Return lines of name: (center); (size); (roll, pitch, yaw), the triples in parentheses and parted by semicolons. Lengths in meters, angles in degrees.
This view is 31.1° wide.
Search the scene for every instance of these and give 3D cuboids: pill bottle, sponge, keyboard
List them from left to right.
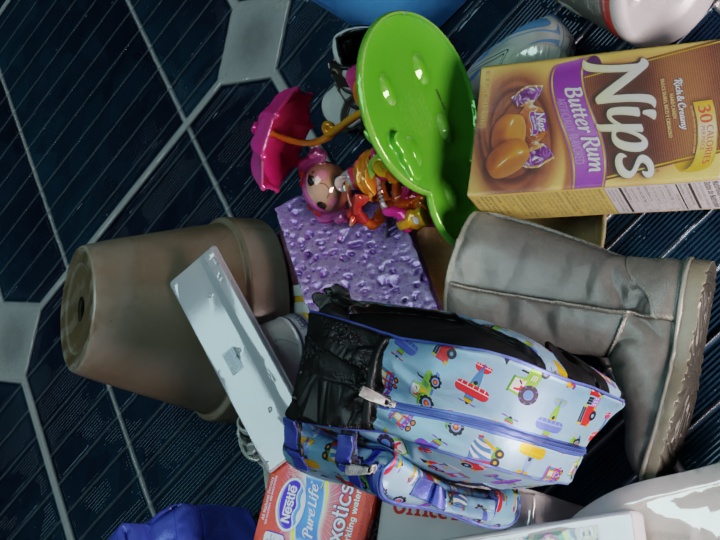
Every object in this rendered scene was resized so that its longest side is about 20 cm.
keyboard: (-0.101, 0.072, 1.093); (0.056, 0.011, 0.201); (-41, 63, 21)
sponge: (0.000, 0.000, 1.123); (0.111, 0.030, 0.201); (-27, 56, 11)
pill bottle: (0.188, -0.269, 1.053); (0.114, 0.114, 0.200); (-58, 45, 12)

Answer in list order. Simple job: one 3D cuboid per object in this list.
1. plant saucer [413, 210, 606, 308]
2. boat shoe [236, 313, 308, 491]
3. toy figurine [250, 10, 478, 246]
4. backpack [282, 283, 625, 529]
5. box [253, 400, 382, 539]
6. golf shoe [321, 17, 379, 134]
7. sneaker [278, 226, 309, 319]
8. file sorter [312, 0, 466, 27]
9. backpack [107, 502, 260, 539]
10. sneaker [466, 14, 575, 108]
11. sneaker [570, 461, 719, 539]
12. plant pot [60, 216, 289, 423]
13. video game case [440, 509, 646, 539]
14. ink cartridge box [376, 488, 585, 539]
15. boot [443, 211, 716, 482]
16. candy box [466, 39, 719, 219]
plant saucer: (0.128, -0.020, 1.077); (0.199, 0.035, 0.202); (-18, 64, 40)
boat shoe: (-0.079, 0.138, 1.144); (0.071, 0.069, 0.201); (32, 126, 47)
toy figurine: (-0.007, -0.096, 1.093); (0.183, 0.150, 0.201); (-13, 108, 40)
backpack: (0.069, 0.101, 0.882); (0.199, 0.182, 0.135); (8, 80, 44)
box: (-0.023, 0.217, 1.077); (0.099, 0.095, 0.201); (10, 82, 25)
golf shoe: (0.005, -0.187, 1.189); (0.200, 0.094, 0.078); (-14, 44, 59)
sneaker: (-0.046, 0.041, 1.196); (0.090, 0.075, 0.201); (-44, 48, 19)
file sorter: (0.049, -0.327, 1.196); (0.200, 0.138, 0.123); (-43, 46, 25)
backpack: (-0.166, 0.331, 1.143); (0.163, 0.167, 0.201); (-48, 48, 36)
sneaker: (0.110, -0.147, 1.128); (0.200, 0.072, 0.073); (-35, 21, 37)
sneaker: (0.224, 0.185, 0.881); (0.199, 0.073, 0.085); (-26, 56, 34)
plant pot: (-0.182, 0.042, 1.215); (0.200, 0.172, 0.202); (-17, 71, 60)
video game case: (0.109, 0.269, 0.884); (0.199, 0.024, 0.183); (-17, 66, 31)
ink cartridge box: (0.082, 0.267, 0.980); (0.146, 0.086, 0.201); (-3, 72, 42)
boot: (0.152, 0.053, 0.963); (0.199, 0.073, 0.183); (9, 77, 24)
candy box: (0.187, -0.105, 0.995); (0.199, 0.056, 0.117); (-2, 67, 25)
